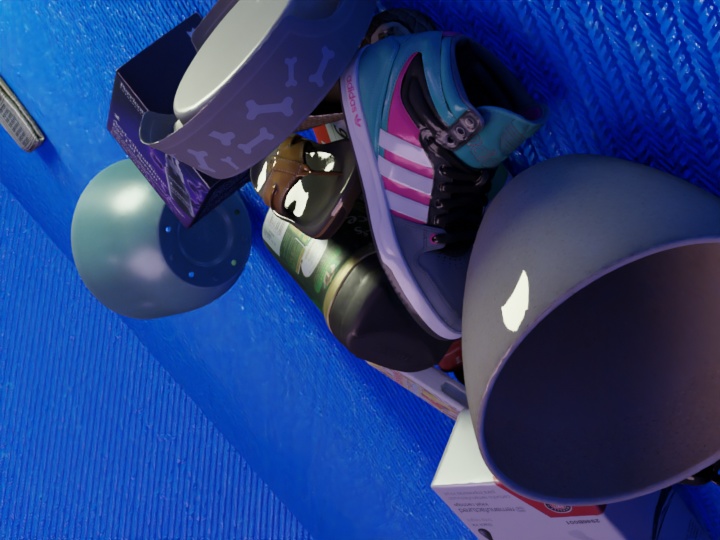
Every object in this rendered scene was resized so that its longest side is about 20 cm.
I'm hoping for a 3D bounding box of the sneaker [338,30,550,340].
[{"bbox_3d":[0.068,-0.063,0.754,0.120,0.083,0.202,-17,91,39],"label":"sneaker"}]

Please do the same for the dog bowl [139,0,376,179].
[{"bbox_3d":[-0.067,-0.150,0.819,0.059,0.201,0.200,39,168,-25],"label":"dog bowl"}]

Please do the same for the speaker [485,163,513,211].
[{"bbox_3d":[0.111,0.015,0.876,0.201,0.088,0.088,58,161,-22],"label":"speaker"}]

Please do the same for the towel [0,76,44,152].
[{"bbox_3d":[-0.673,-0.310,2.235,0.201,0.034,0.192,56,162,-13],"label":"towel"}]

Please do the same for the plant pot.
[{"bbox_3d":[-0.223,-0.041,1.421,0.160,0.201,0.202,-1,128,54],"label":"plant pot"}]

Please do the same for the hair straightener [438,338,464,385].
[{"bbox_3d":[0.078,0.055,1.057,0.077,0.041,0.200,60,-173,18],"label":"hair straightener"}]

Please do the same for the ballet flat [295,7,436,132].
[{"bbox_3d":[-0.020,-0.139,0.861,0.199,0.046,0.068,-9,92,49],"label":"ballet flat"}]

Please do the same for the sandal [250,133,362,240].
[{"bbox_3d":[-0.051,-0.078,0.922,0.054,0.083,0.200,21,-174,-29],"label":"sandal"}]

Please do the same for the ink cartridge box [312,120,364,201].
[{"bbox_3d":[0.000,-0.109,0.955,0.199,0.050,0.110,36,158,38],"label":"ink cartridge box"}]

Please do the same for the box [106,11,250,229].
[{"bbox_3d":[-0.172,-0.147,1.215,0.148,0.104,0.200,51,163,-1],"label":"box"}]

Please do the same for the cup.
[{"bbox_3d":[0.138,0.015,0.686,0.144,0.198,0.201,-112,0,-45],"label":"cup"}]

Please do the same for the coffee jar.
[{"bbox_3d":[0.000,0.000,0.959,0.104,0.086,0.200,21,-164,-34],"label":"coffee jar"}]

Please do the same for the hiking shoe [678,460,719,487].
[{"bbox_3d":[0.201,0.079,0.828,0.100,0.076,0.200,13,149,50],"label":"hiking shoe"}]

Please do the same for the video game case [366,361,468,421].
[{"bbox_3d":[0.092,0.126,1.107,0.181,0.023,0.200,34,174,-5],"label":"video game case"}]

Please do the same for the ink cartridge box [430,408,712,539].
[{"bbox_3d":[0.176,0.200,0.970,0.143,0.084,0.200,-13,128,43],"label":"ink cartridge box"}]
